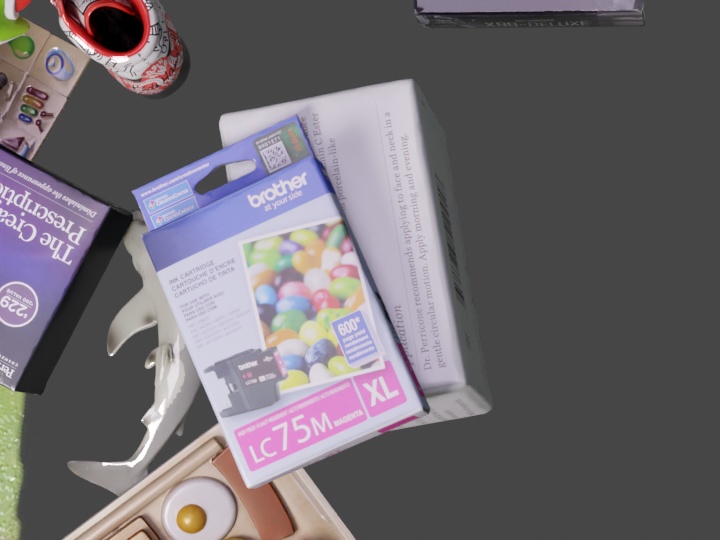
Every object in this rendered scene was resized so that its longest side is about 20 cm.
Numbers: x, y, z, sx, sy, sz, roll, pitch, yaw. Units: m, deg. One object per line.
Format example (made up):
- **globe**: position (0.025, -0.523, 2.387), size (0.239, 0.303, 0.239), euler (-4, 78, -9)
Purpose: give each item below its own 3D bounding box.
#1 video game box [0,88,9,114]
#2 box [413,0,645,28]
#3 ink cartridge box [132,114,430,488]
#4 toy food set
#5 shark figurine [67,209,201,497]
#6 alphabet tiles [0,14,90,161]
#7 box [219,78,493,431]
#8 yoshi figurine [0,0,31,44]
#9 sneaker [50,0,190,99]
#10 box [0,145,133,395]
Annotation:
- **video game box**: position (-0.364, -0.156, 1.793), size (0.182, 0.047, 0.201), euler (-28, 79, 6)
- **box**: position (0.118, -0.267, 1.730), size (0.157, 0.050, 0.201), euler (1, 82, 9)
- **ink cartridge box**: position (-0.052, 0.017, 1.520), size (0.119, 0.042, 0.201), euler (-24, 81, 5)
- **toy food set**: position (-0.106, 0.203, 1.671), size (0.200, 0.060, 0.144), euler (-36, 100, 2)
- **shark figurine**: position (-0.116, 0.061, 1.712), size (0.128, 0.089, 0.216), euler (-9, 70, 41)
- **alphabet tiles**: position (-0.305, -0.101, 1.752), size (0.167, 0.008, 0.201), euler (29, 88, 10)
- **box**: position (0.000, 0.000, 1.636), size (0.130, 0.200, 0.200), euler (-10, 82, 6)
- **yoshi figurine**: position (-0.256, -0.209, 1.638), size (0.112, 0.112, 0.200), euler (44, 111, 1)
- **sneaker**: position (-0.195, -0.210, 1.742), size (0.067, 0.108, 0.202), euler (-39, 78, 2)
- **box**: position (-0.276, -0.024, 1.697), size (0.199, 0.079, 0.142), euler (27, 91, 8)
